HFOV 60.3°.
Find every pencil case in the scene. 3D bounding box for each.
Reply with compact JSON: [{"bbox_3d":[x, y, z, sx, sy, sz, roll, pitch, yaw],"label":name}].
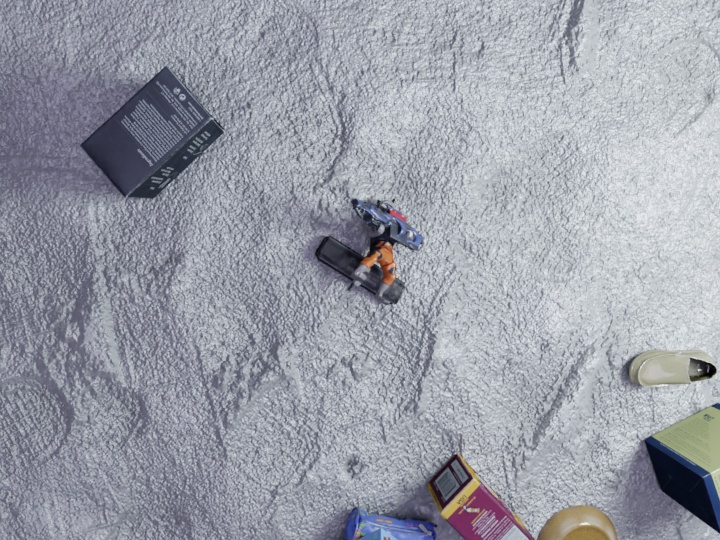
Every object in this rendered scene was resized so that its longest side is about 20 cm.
[{"bbox_3d":[0.066,0.554,1.299,0.196,0.079,0.088,15,128,-9],"label":"pencil case"}]

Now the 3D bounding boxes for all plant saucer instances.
[{"bbox_3d":[0.492,0.631,1.386,0.195,0.035,0.205,-1,96,-8],"label":"plant saucer"}]

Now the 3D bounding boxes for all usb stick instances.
[{"bbox_3d":[0.000,0.000,1.261,0.198,0.033,0.056,32,83,-9],"label":"usb stick"}]

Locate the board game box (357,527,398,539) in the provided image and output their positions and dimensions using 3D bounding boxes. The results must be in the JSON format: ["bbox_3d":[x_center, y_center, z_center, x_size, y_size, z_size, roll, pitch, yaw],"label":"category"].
[{"bbox_3d":[0.052,0.617,1.273,0.150,0.037,0.200,-35,117,24],"label":"board game box"}]

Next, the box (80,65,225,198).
[{"bbox_3d":[-0.360,-0.237,1.107,0.200,0.197,0.118,-43,98,-1],"label":"box"}]

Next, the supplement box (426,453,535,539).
[{"bbox_3d":[0.249,0.507,1.294,0.103,0.131,0.200,-44,100,-1],"label":"supplement box"}]

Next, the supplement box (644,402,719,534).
[{"bbox_3d":[0.762,0.411,1.314,0.197,0.200,0.137,-24,99,-5],"label":"supplement box"}]

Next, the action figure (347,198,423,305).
[{"bbox_3d":[0.023,-0.059,1.209,0.199,0.103,0.197,33,64,-36],"label":"action figure"}]

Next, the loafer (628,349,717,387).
[{"bbox_3d":[0.685,0.212,1.350,0.195,0.068,0.077,-9,97,-6],"label":"loafer"}]
